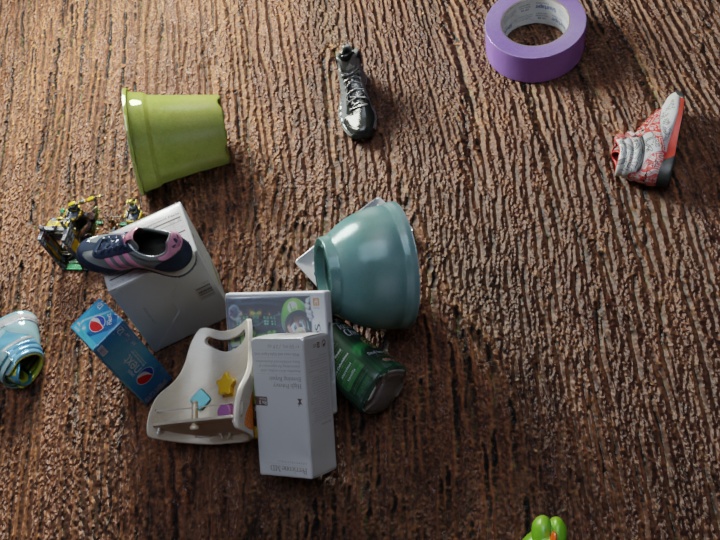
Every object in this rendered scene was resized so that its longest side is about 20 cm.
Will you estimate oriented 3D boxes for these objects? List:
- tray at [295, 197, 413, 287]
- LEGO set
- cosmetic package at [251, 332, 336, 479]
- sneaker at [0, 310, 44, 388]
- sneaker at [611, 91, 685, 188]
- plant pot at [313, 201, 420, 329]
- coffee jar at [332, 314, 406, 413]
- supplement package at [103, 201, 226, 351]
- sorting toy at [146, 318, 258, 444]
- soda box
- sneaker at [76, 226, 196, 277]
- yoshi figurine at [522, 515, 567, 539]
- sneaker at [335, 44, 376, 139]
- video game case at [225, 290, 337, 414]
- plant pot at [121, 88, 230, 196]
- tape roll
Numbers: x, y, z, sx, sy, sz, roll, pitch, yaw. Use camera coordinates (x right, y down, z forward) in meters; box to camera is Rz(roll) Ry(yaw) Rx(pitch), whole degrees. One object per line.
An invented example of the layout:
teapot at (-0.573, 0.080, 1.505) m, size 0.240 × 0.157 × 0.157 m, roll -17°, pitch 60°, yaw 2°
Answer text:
tray at (-0.009, -0.038, 1.430) m, size 0.199 × 0.022 × 0.107 m, roll -38°, pitch 58°, yaw -13°
LEGO set at (-0.500, -0.082, 1.501) m, size 0.195 × 0.117 × 0.156 m, roll 9°, pitch 60°, yaw 17°
cosmetic package at (-0.098, 0.196, 1.190) m, size 0.100 × 0.074 × 0.206 m, roll -4°, pitch 90°, yaw 31°
sneaker at (-0.640, 0.166, 1.397) m, size 0.198 × 0.080 × 0.131 m, roll -31°, pitch 56°, yaw -8°
sneaker at (0.504, -0.242, 1.426) m, size 0.105 × 0.068 × 0.205 m, roll 12°, pitch 64°, yaw 16°
plant pot at (0.000, 0.000, 1.277) m, size 0.131 × 0.202 × 0.203 m, roll -7°, pitch 54°, yaw -14°
coffee jar at (-0.029, 0.133, 1.272) m, size 0.199 × 0.104 × 0.087 m, roll 35°, pitch 104°, yaw 28°
supplement package at (-0.324, 0.014, 1.353) m, size 0.153 × 0.201 × 0.112 m, roll -25°, pitch 56°, yaw -6°
sorting toy at (-0.218, 0.168, 1.249) m, size 0.197 × 0.106 × 0.184 m, roll -12°, pitch 65°, yaw 35°
soda box at (-0.376, 0.134, 1.288) m, size 0.067 × 0.201 × 0.064 m, roll 34°, pitch 69°, yaw 29°
sneaker at (-0.348, -0.040, 1.221) m, size 0.195 × 0.083 × 0.072 m, roll 1°, pitch 59°, yaw 11°
yoshi figurine at (0.240, 0.427, 1.056) m, size 0.111 × 0.111 × 0.205 m, roll -15°, pitch 61°, yaw 51°
sneaker at (-0.019, -0.360, 1.580) m, size 0.073 × 0.116 × 0.203 m, roll -13°, pitch 56°, yaw 3°
video game case at (-0.126, 0.126, 1.257) m, size 0.196 × 0.023 × 0.187 m, roll -2°, pitch 92°, yaw 32°
plant pot at (-0.348, -0.260, 1.556) m, size 0.180 × 0.202 × 0.204 m, roll -10°, pitch 55°, yaw -9°
tape roll at (0.346, -0.469, 1.605) m, size 0.195 × 0.066 × 0.204 m, roll -5°, pitch 56°, yaw 8°
